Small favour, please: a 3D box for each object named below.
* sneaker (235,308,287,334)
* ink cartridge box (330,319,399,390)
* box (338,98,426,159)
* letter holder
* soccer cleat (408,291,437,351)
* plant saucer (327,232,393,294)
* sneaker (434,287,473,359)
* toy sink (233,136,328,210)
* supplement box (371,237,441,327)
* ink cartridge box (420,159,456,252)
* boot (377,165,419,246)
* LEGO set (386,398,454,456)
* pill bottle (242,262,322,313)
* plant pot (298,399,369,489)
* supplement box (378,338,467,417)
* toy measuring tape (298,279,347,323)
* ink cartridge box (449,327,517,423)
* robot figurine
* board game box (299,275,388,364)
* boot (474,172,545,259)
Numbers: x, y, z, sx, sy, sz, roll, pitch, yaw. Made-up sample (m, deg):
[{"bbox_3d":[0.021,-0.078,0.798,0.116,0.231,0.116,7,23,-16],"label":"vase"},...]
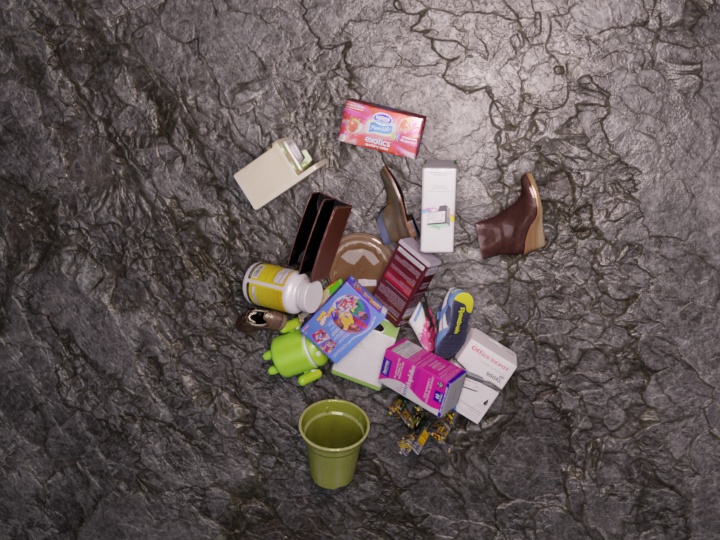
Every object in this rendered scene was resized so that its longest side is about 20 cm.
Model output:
[{"bbox_3d":[-0.286,0.128,1.777,0.198,0.075,0.072,-10,63,40],"label":"sneaker"},{"bbox_3d":[0.019,0.202,1.778,0.145,0.076,0.203,19,108,5],"label":"ink cartridge box"},{"bbox_3d":[0.054,-0.346,1.593,0.196,0.096,0.101,15,108,6],"label":"box"},{"bbox_3d":[-0.114,-0.085,1.661,0.099,0.142,0.203,22,103,12],"label":"letter holder"},{"bbox_3d":[0.148,0.119,1.740,0.085,0.070,0.204,-6,104,29],"label":"soccer cleat"},{"bbox_3d":[0.000,0.000,1.745,0.196,0.030,0.204,3,107,9],"label":"plant saucer"},{"bbox_3d":[0.237,0.136,1.717,0.073,0.082,0.203,8,111,-23],"label":"sneaker"},{"bbox_3d":[-0.199,-0.261,1.649,0.198,0.131,0.113,-30,99,18],"label":"toy sink"},{"bbox_3d":[0.110,0.031,1.659,0.109,0.060,0.202,41,119,26],"label":"supplement box"},{"bbox_3d":[0.191,-0.159,1.598,0.082,0.145,0.204,2,107,8],"label":"ink cartridge box"},{"bbox_3d":[0.070,-0.157,1.659,0.096,0.075,0.203,-22,104,13],"label":"boot"},{"bbox_3d":[0.149,0.422,1.763,0.198,0.116,0.155,-15,115,47],"label":"LEGO set"},{"bbox_3d":[-0.203,0.050,1.723,0.197,0.112,0.115,12,110,29],"label":"pill bottle"},{"bbox_3d":[-0.077,0.499,1.839,0.196,0.201,0.187,8,120,8],"label":"plant pot"},{"bbox_3d":[0.158,0.273,1.693,0.198,0.103,0.103,26,115,29],"label":"supplement box"},{"bbox_3d":[-0.081,0.086,1.741,0.074,0.074,0.199,47,119,-6],"label":"toy measuring tape"},{"bbox_3d":[0.304,0.279,1.742,0.143,0.084,0.202,30,110,2],"label":"ink cartridge box"},{"bbox_3d":[-0.166,0.220,1.795,0.197,0.116,0.178,-20,90,15],"label":"robot figurine"},{"bbox_3d":[-0.044,0.129,1.681,0.134,0.045,0.200,43,116,-6],"label":"board game box"},{"bbox_3d":[0.363,-0.130,1.613,0.163,0.073,0.204,-9,108,11],"label":"boot"}]
